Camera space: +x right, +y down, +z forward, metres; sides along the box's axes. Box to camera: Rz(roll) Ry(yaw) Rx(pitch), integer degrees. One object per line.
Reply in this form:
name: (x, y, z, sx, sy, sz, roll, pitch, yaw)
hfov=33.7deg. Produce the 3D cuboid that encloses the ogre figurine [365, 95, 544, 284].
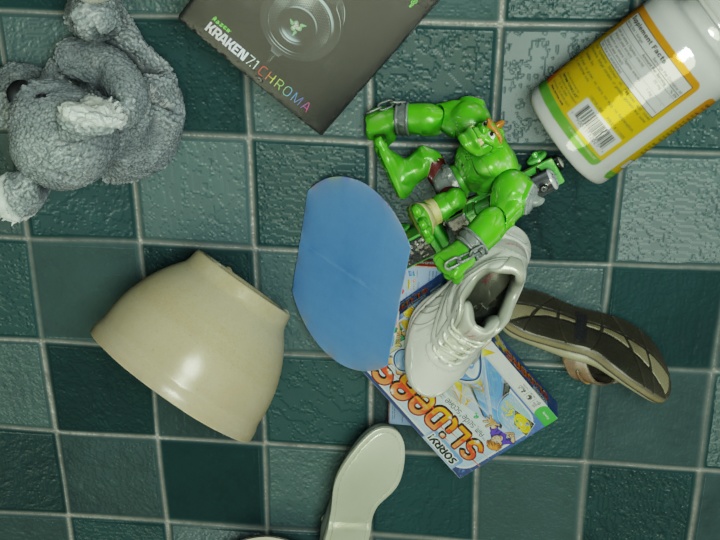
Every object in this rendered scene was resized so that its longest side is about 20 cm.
ogre figurine: (0.090, -0.095, 1.133, 0.120, 0.200, 0.098, -26, 132, -2)

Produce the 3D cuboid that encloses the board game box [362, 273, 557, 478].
board game box: (0.098, 0.115, 1.273, 0.135, 0.034, 0.200, -36, 107, 21)

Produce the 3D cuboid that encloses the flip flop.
flip flop: (0.232, 0.084, 1.246, 0.199, 0.081, 0.058, 21, 134, -3)

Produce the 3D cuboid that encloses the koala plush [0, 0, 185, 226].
koala plush: (-0.264, -0.137, 1.118, 0.177, 0.200, 0.184, -39, 107, 22)

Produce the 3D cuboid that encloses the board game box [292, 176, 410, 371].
board game box: (0.000, 0.000, 1.220, 0.158, 0.039, 0.201, 33, 123, 40)

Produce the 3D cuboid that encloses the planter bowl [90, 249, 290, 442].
planter bowl: (-0.156, 0.065, 1.228, 0.200, 0.200, 0.135, 37, 88, -12)

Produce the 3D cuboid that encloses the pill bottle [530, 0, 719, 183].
pill bottle: (0.265, -0.179, 1.086, 0.200, 0.111, 0.111, -37, 107, 21)

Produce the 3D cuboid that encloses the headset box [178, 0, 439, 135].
headset box: (-0.034, -0.261, 1.090, 0.174, 0.093, 0.200, 39, 114, -13)

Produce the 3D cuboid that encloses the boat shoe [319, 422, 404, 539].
boat shoe: (-0.004, 0.244, 1.353, 0.073, 0.062, 0.200, 9, 120, -15)

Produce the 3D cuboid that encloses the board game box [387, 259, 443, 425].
board game box: (0.084, 0.082, 1.289, 0.103, 0.019, 0.201, 5, 117, 6)

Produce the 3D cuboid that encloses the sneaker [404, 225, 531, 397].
sneaker: (0.099, 0.050, 1.164, 0.078, 0.099, 0.200, 24, 113, -8)

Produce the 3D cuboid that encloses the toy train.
toy train: (0.114, -0.059, 1.194, 0.200, 0.056, 0.042, -27, 110, 19)

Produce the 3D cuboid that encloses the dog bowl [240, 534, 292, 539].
dog bowl: (-0.093, 0.409, 1.398, 0.199, 0.074, 0.201, -2, 84, 22)

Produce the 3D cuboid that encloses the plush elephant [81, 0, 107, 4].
plush elephant: (-0.183, -0.312, 1.025, 0.164, 0.200, 0.155, 1, 113, -2)
